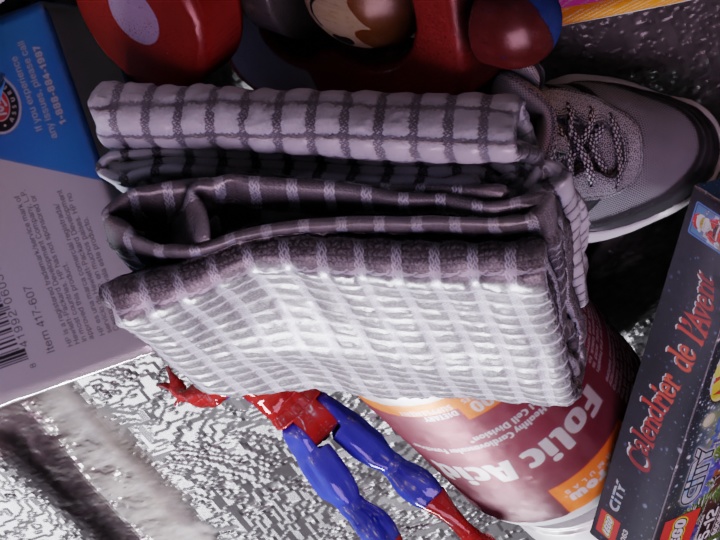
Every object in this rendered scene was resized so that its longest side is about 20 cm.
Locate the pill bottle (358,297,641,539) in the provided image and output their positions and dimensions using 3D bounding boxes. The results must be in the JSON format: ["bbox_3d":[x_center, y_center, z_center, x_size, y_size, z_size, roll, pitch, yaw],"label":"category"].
[{"bbox_3d":[0.074,0.055,1.069,0.114,0.114,0.200,-25,139,18],"label":"pill bottle"}]

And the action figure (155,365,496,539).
[{"bbox_3d":[-0.027,0.082,1.096,0.065,0.099,0.200,-45,102,-14],"label":"action figure"}]

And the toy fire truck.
[{"bbox_3d":[-0.010,-0.132,0.733,0.112,0.168,0.200,-40,137,-33],"label":"toy fire truck"}]

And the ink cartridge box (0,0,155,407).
[{"bbox_3d":[-0.184,-0.008,0.900,0.200,0.146,0.084,-18,-178,12],"label":"ink cartridge box"}]

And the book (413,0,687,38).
[{"bbox_3d":[0.127,-0.126,0.843,0.200,0.048,0.134,-9,-177,-11],"label":"book"}]

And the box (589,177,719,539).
[{"bbox_3d":[0.190,0.038,1.045,0.136,0.038,0.200,-18,132,-40],"label":"box"}]

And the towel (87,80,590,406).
[{"bbox_3d":[0.000,0.000,0.813,0.165,0.086,0.200,3,166,11],"label":"towel"}]

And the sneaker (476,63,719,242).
[{"bbox_3d":[0.078,-0.051,0.928,0.200,0.076,0.114,-1,178,-17],"label":"sneaker"}]

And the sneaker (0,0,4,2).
[{"bbox_3d":[-0.131,-0.147,0.798,0.200,0.075,0.082,-17,134,-34],"label":"sneaker"}]

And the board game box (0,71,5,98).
[{"bbox_3d":[-0.252,-0.005,0.806,0.196,0.056,0.200,17,115,-5],"label":"board game box"}]
